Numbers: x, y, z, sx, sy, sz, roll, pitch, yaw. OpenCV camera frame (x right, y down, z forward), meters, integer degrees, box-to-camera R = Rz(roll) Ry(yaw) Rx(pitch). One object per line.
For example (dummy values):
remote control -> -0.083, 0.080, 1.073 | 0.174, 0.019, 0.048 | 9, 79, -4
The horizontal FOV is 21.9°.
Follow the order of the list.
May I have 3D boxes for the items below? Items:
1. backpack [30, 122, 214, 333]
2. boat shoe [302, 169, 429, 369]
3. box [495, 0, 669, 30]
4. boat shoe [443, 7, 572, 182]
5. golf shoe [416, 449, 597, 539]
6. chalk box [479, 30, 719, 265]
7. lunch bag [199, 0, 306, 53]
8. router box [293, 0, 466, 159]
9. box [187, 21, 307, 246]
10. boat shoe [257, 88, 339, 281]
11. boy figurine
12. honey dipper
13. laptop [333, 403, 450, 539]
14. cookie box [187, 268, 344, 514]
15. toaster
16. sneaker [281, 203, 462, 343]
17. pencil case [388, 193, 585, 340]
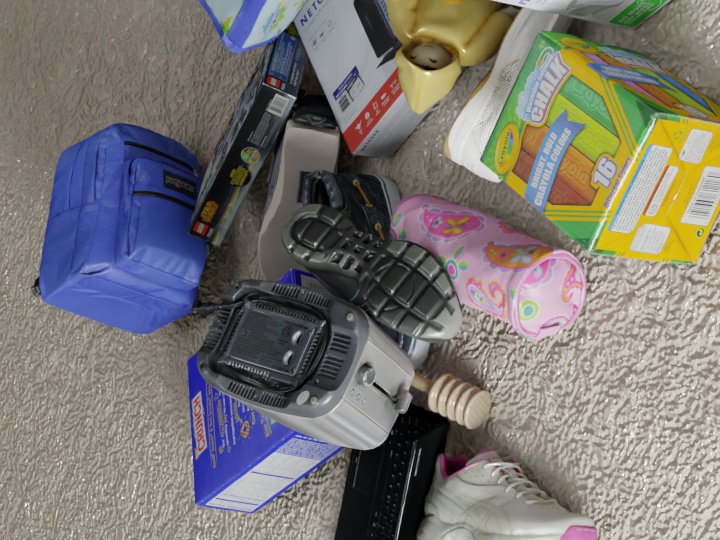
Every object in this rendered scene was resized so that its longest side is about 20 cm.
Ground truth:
backpack -> -0.238, -0.056, 1.999 | 0.168, 0.162, 0.200 | -24, 55, 38
boat shoe -> 0.000, 0.000, 1.740 | 0.071, 0.091, 0.201 | -36, 59, 43
box -> 0.161, -0.312, 1.508 | 0.097, 0.176, 0.200 | -38, 57, 43
boat shoe -> 0.151, -0.167, 1.600 | 0.069, 0.071, 0.200 | 35, 107, 19
golf shoe -> 0.121, 0.199, 1.581 | 0.200, 0.075, 0.092 | -3, 80, 50
chalk box -> 0.191, -0.108, 1.488 | 0.200, 0.124, 0.125 | 43, 118, 45
lunch bag -> -0.080, -0.323, 1.802 | 0.170, 0.127, 0.200 | -57, 17, 32
router box -> 0.032, -0.237, 1.762 | 0.200, 0.049, 0.180 | -50, 50, 36
box -> -0.112, -0.141, 1.877 | 0.137, 0.040, 0.200 | -80, 17, -54
boat shoe -> -0.057, -0.085, 1.853 | 0.093, 0.074, 0.200 | -89, 13, -59
boy figurine -> 0.075, -0.226, 1.608 | 0.064, 0.124, 0.200 | 96, -160, -61
honey dipper -> 0.029, 0.092, 1.693 | 0.200, 0.038, 0.038 | 23, 104, 34
laptop -> 0.012, 0.212, 1.688 | 0.200, 0.103, 0.178 | 20, 101, 51
cookie box -> -0.087, 0.122, 1.828 | 0.200, 0.075, 0.172 | -39, 46, 41
toaster -> -0.050, 0.085, 1.644 | 0.200, 0.129, 0.114 | 13, 73, 37
sneaker -> 0.020, 0.007, 1.633 | 0.200, 0.079, 0.075 | 35, 80, 34
pencil case -> 0.105, -0.005, 1.615 | 0.200, 0.087, 0.088 | 26, 106, 50
